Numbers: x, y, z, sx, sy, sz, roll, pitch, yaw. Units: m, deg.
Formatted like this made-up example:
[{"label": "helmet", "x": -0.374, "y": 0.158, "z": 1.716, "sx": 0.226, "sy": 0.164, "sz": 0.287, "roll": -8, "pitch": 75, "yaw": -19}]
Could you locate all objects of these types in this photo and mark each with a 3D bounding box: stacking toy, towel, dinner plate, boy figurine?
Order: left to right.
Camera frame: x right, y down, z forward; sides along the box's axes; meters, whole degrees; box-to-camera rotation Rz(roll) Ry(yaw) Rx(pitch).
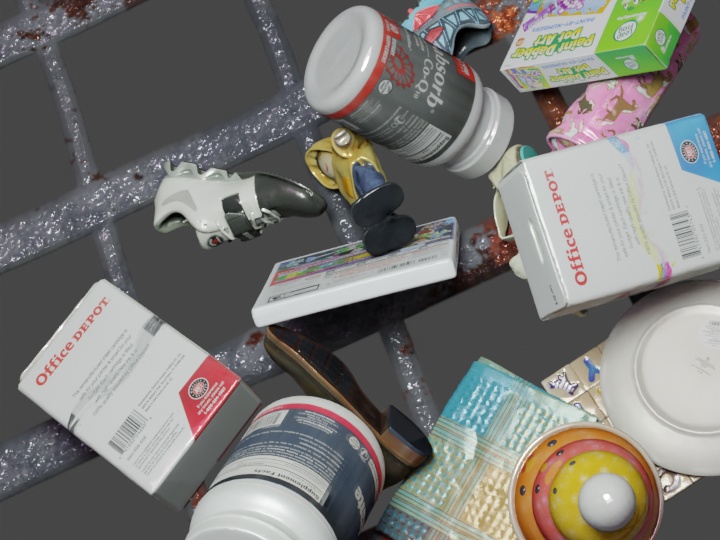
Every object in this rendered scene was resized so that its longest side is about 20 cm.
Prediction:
[{"label": "boy figurine", "x": -0.006, "y": -0.095, "z": 1.672, "sx": 0.064, "sy": 0.125, "sz": 0.200, "roll": -26, "pitch": 32, "yaw": -7}, {"label": "towel", "x": 0.123, "y": 0.198, "z": 1.577, "sx": 0.146, "sy": 0.022, "sz": 0.201, "roll": 28, "pitch": 81, "yaw": 25}, {"label": "stacking toy", "x": 0.210, "y": 0.200, "z": 1.443, "sx": 0.145, "sy": 0.200, "sz": 0.147, "roll": 0, "pitch": 80, "yaw": 0}, {"label": "dinner plate", "x": 0.328, "y": 0.097, "z": 1.564, "sx": 0.199, "sy": 0.024, "sz": 0.201, "roll": -4, "pitch": 64, "yaw": 9}]

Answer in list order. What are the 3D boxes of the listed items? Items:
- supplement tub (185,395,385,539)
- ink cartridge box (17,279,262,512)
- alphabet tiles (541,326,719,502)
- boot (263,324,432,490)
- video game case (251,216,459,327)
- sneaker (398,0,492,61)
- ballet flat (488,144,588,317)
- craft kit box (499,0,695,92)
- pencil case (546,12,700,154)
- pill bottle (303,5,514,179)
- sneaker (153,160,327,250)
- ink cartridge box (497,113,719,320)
[{"label": "supplement tub", "x": -0.069, "y": 0.220, "z": 1.480, "sx": 0.140, "sy": 0.141, "sz": 0.200, "roll": 8, "pitch": 32, "yaw": 17}, {"label": "ink cartridge box", "x": -0.225, "y": 0.125, "z": 1.667, "sx": 0.200, "sy": 0.084, "sz": 0.145, "roll": 34, "pitch": 80, "yaw": 23}, {"label": "alphabet tiles", "x": 0.245, "y": 0.155, "z": 1.576, "sx": 0.199, "sy": 0.008, "sz": 0.168, "roll": -32, "pitch": 64, "yaw": -1}, {"label": "boot", "x": -0.036, "y": 0.144, "z": 1.574, "sx": 0.200, "sy": 0.075, "sz": 0.097, "roll": 41, "pitch": 107, "yaw": -6}, {"label": "video game case", "x": 0.000, "y": 0.000, "z": 1.624, "sx": 0.199, "sy": 0.182, "sz": 0.023, "roll": -15, "pitch": 103, "yaw": 8}, {"label": "sneaker", "x": 0.065, "y": -0.213, "z": 1.740, "sx": 0.095, "sy": 0.079, "sz": 0.200, "roll": 34, "pitch": 79, "yaw": 22}, {"label": "ballet flat", "x": 0.174, "y": -0.031, "z": 1.649, "sx": 0.069, "sy": 0.070, "sz": 0.201, "roll": -18, "pitch": 62, "yaw": 6}, {"label": "craft kit box", "x": 0.258, "y": -0.281, "z": 1.673, "sx": 0.199, "sy": 0.048, "sz": 0.198, "roll": -4, "pitch": 56, "yaw": 50}, {"label": "pencil case", "x": 0.268, "y": -0.187, "z": 1.674, "sx": 0.083, "sy": 0.087, "sz": 0.201, "roll": 31, "pitch": 76, "yaw": 5}, {"label": "pill bottle", "x": 0.052, "y": -0.174, "z": 1.651, "sx": 0.116, "sy": 0.199, "sz": 0.116, "roll": -33, "pitch": 44, "yaw": 40}, {"label": "sneaker", "x": -0.129, "y": -0.058, "z": 1.730, "sx": 0.199, "sy": 0.074, "sz": 0.089, "roll": 6, "pitch": 69, "yaw": 27}, {"label": "ink cartridge box", "x": 0.248, "y": -0.050, "z": 1.564, "sx": 0.199, "sy": 0.085, "sz": 0.145, "roll": -15, "pitch": 82, "yaw": -17}]
